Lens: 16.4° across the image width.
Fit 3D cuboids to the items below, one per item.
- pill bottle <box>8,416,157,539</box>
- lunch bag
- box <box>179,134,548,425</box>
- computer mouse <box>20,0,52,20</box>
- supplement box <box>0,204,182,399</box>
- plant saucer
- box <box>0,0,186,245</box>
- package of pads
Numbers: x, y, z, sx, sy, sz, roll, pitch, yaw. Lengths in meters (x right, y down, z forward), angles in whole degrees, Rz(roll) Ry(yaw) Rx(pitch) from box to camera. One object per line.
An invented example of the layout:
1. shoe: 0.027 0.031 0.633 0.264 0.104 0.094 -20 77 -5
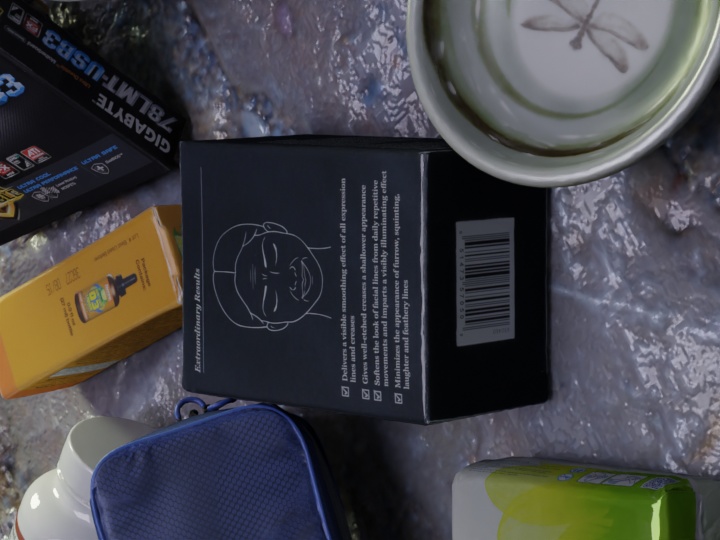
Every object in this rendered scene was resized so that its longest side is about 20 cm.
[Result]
1. pill bottle: -0.177 0.199 1.611 0.112 0.112 0.200 40 120 34
2. lunch bag: -0.074 0.169 1.475 0.135 0.132 0.201 -16 81 3
3. box: 0.000 0.000 1.420 0.200 0.107 0.149 5 98 43
4. computer mouse: -0.225 -0.172 1.602 0.140 0.200 0.046 15 63 49
5. supplement box: -0.161 0.020 1.610 0.200 0.069 0.067 -27 76 44
6. plant saucer: 0.118 -0.138 1.311 0.200 0.050 0.201 -7 77 34
7. box: -0.248 -0.106 1.599 0.200 0.198 0.050 -19 46 44
8. package of pads: 0.122 0.204 1.348 0.154 0.068 0.201 3 95 43
